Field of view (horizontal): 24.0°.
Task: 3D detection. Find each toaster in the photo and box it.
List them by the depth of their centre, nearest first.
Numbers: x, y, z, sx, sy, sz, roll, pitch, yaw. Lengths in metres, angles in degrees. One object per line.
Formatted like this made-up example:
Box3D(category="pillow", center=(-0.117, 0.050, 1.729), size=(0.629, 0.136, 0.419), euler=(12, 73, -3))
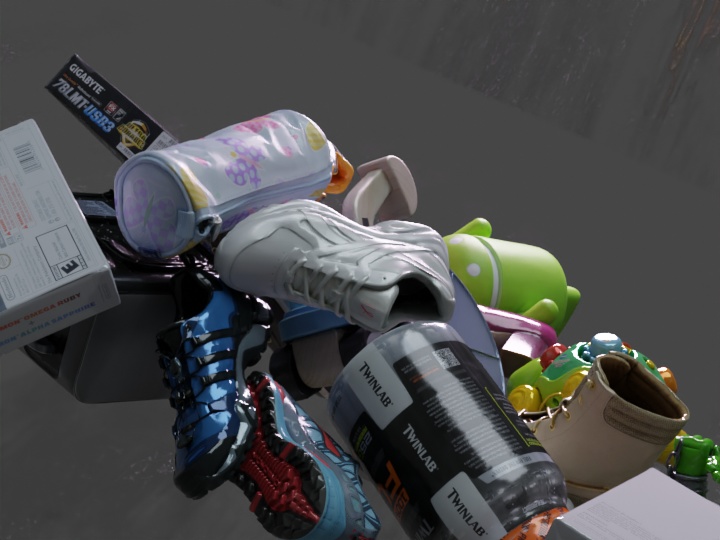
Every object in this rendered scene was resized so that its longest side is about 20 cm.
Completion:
Box3D(category="toaster", center=(-0.211, 0.013, 1.393), size=(0.180, 0.119, 0.199), euler=(34, 20, 34))

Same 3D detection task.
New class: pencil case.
Box3D(category="pencil case", center=(-0.106, -0.072, 1.352), size=(0.090, 0.084, 0.200), euler=(7, 19, 32))

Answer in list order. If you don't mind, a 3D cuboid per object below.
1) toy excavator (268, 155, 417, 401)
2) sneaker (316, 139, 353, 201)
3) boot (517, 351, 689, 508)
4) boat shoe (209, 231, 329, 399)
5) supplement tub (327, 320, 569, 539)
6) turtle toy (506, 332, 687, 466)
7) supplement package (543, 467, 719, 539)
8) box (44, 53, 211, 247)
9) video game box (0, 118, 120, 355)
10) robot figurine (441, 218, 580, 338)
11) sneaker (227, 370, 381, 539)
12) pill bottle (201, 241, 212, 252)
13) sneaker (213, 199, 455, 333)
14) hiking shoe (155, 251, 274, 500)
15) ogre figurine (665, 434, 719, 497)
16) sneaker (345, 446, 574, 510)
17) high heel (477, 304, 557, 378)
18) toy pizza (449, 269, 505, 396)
Box3D(category="toy excavator", center=(0.000, 0.000, 1.448), size=(0.099, 0.201, 0.194), euler=(-14, -7, 34))
Box3D(category="sneaker", center=(-0.062, -0.097, 1.593), size=(0.077, 0.079, 0.200), euler=(29, 18, 9))
Box3D(category="boot", center=(0.167, 0.123, 1.440), size=(0.199, 0.156, 0.073), euler=(31, 40, 12))
Box3D(category="boat shoe", center=(-0.066, 0.034, 1.474), size=(0.059, 0.201, 0.072), euler=(-2, 41, 35))
Box3D(category="supplement tub", center=(0.072, 0.146, 1.273), size=(0.122, 0.123, 0.200), euler=(3, 43, -49))
Box3D(category="turtle toy", center=(0.209, 0.118, 1.573), size=(0.145, 0.102, 0.199), euler=(31, -29, -29))
Box3D(category="supplement package", center=(0.202, 0.236, 1.210), size=(0.121, 0.120, 0.200), euler=(30, 18, 24))
Box3D(category="box", center=(-0.170, -0.084, 1.529), size=(0.198, 0.050, 0.200), euler=(42, -4, 35))
Box3D(category="video game box", center=(-0.295, -0.012, 1.261), size=(0.181, 0.047, 0.200), euler=(-22, 45, -13))
Box3D(category="robot figurine", center=(0.140, 0.025, 1.813), size=(0.199, 0.116, 0.176), euler=(9, 33, -36))
Box3D(category="sneaker", center=(-0.048, 0.153, 1.276), size=(0.095, 0.079, 0.200), euler=(32, 13, -34))
Box3D(category="pill bottle", center=(-0.067, -0.005, 1.635), size=(0.200, 0.120, 0.119), euler=(32, 19, 33))
Box3D(category="sneaker", center=(-0.012, 0.004, 1.306), size=(0.199, 0.078, 0.100), euler=(2, 33, -19))
Box3D(category="hiking shoe", center=(-0.125, 0.082, 1.268), size=(0.087, 0.074, 0.201), euler=(37, 34, -26))
Box3D(category="ogre figurine", center=(0.325, 0.232, 1.386), size=(0.199, 0.121, 0.098), euler=(25, 21, 15))
Box3D(category="sneaker", center=(0.093, 0.155, 1.388), size=(0.199, 0.089, 0.075), euler=(21, 15, -6))
Box3D(category="high heel", center=(0.100, 0.056, 1.721), size=(0.199, 0.068, 0.096), euler=(24, 26, 11))
Box3D(category="toy pizza", center=(0.067, 0.070, 1.577), size=(0.200, 0.032, 0.201), euler=(39, 36, -36))
